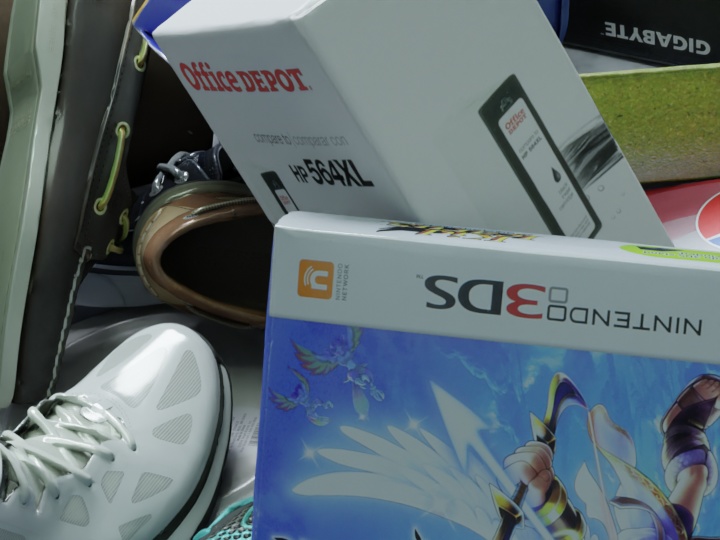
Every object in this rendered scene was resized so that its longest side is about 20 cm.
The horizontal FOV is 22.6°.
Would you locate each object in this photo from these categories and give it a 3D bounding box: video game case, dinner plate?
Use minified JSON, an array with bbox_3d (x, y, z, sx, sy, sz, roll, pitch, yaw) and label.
[{"bbox_3d":[0.056,0.090,0.562,0.179,0.202,0.045,5,8,8],"label":"video game case"},{"bbox_3d":[-0.086,0.067,0.771,0.198,0.024,0.201,-4,38,3],"label":"dinner plate"}]

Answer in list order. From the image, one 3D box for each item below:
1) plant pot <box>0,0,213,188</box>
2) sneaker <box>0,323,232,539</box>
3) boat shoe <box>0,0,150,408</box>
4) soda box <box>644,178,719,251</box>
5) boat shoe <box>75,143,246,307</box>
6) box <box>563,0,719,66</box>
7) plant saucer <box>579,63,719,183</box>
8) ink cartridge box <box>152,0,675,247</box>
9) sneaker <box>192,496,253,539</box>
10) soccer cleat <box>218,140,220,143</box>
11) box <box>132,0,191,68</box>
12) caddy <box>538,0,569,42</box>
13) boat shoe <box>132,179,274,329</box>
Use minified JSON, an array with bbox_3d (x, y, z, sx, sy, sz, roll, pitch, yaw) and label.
[{"bbox_3d":[-0.161,-0.108,0.882,0.173,0.202,0.201,-2,36,-9],"label":"plant pot"},{"bbox_3d":[-0.115,0.076,0.658,0.075,0.116,0.201,15,54,24],"label":"sneaker"},{"bbox_3d":[-0.124,-0.039,0.774,0.060,0.203,0.072,9,-5,-25],"label":"boat shoe"},{"bbox_3d":[0.198,-0.002,0.738,0.198,0.070,0.064,-8,36,22],"label":"soda box"},{"bbox_3d":[-0.073,-0.025,0.839,0.198,0.068,0.072,-1,21,4],"label":"boat shoe"},{"bbox_3d":[0.121,-0.216,0.964,0.199,0.200,0.050,18,41,29],"label":"box"},{"bbox_3d":[0.147,-0.066,0.830,0.198,0.048,0.200,-4,3,4],"label":"plant saucer"},{"bbox_3d":[0.026,-0.029,0.657,0.084,0.201,0.146,-39,19,-17],"label":"ink cartridge box"},{"bbox_3d":[-0.047,0.126,0.652,0.198,0.078,0.091,-9,31,-19],"label":"sneaker"},{"bbox_3d":[-0.043,-0.110,0.932,0.069,0.087,0.200,8,28,-30],"label":"soccer cleat"},{"bbox_3d":[-0.022,-0.097,0.808,0.119,0.042,0.200,39,18,1],"label":"box"},{"bbox_3d":[0.045,-0.178,0.934,0.105,0.201,0.141,-37,63,-20],"label":"caddy"},{"bbox_3d":[0.000,0.000,0.778,0.198,0.077,0.072,-1,9,-4],"label":"boat shoe"}]
